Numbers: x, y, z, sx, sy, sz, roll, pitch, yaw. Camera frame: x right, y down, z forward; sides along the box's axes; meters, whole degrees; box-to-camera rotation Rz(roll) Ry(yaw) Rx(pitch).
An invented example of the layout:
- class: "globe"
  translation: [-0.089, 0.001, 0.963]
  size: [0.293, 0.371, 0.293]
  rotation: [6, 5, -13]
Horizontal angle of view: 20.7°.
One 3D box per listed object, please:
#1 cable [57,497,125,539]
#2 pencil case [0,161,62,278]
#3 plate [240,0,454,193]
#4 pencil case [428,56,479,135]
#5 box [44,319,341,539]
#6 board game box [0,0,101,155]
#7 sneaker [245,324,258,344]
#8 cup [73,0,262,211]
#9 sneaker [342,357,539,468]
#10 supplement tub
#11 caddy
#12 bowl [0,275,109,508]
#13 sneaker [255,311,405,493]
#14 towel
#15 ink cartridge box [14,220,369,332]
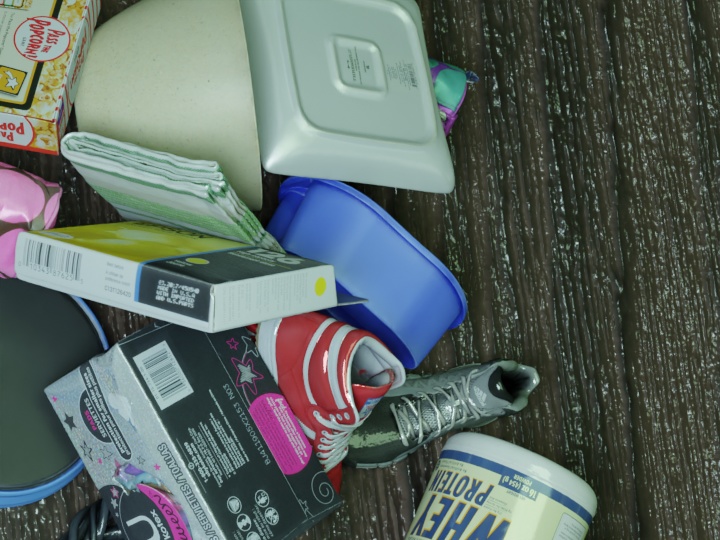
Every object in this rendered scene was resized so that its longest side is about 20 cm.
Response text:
- class: "cable"
  translation: [-0.182, 0.265, 1.578]
  size: [0.163, 0.051, 0.200]
  rotation: [49, 59, -11]
- class: "pencil case"
  translation: [-0.336, -0.055, 1.526]
  size: [0.199, 0.091, 0.094]
  rotation: [19, 100, -13]
- class: "plate"
  translation: [-0.009, -0.169, 1.684]
  size: [0.199, 0.032, 0.201]
  rotation: [6, 62, -34]
- class: "pencil case"
  translation: [0.004, -0.188, 1.783]
  size: [0.199, 0.092, 0.085]
  rotation: [28, 99, -20]
- class: "box"
  translation: [-0.134, 0.140, 1.552]
  size: [0.132, 0.114, 0.201]
  rotation: [-29, 89, -46]
- class: "board game box"
  translation: [-0.318, -0.179, 1.549]
  size: [0.198, 0.046, 0.152]
  rotation: [10, 58, 2]
- class: "sneaker"
  translation: [-0.072, 0.092, 1.649]
  size: [0.200, 0.115, 0.078]
  rotation: [51, 58, -9]
- class: "cup"
  translation: [-0.165, -0.141, 1.631]
  size: [0.142, 0.200, 0.202]
  rotation: [-7, 80, -5]
- class: "sneaker"
  translation: [0.073, 0.114, 1.730]
  size: [0.199, 0.115, 0.076]
  rotation: [-18, 87, -33]
- class: "supplement tub"
  translation: [0.104, 0.255, 1.683]
  size: [0.144, 0.145, 0.201]
  rotation: [29, 76, -21]
- class: "caddy"
  translation: [0.000, 0.000, 1.703]
  size: [0.200, 0.141, 0.105]
  rotation: [42, 65, -15]
- class: "bowl"
  translation: [-0.288, 0.088, 1.568]
  size: [0.199, 0.039, 0.202]
  rotation: [8, 73, -28]
- class: "sneaker"
  translation: [-0.018, 0.123, 1.585]
  size: [0.071, 0.112, 0.201]
  rotation: [-40, 133, -40]
- class: "towel"
  translation: [-0.139, -0.049, 1.574]
  size: [0.031, 0.148, 0.200]
  rotation: [-67, 155, -14]
- class: "ink cartridge box"
  translation: [-0.126, -0.002, 1.514]
  size: [0.199, 0.197, 0.047]
  rotation: [-13, 111, -54]
